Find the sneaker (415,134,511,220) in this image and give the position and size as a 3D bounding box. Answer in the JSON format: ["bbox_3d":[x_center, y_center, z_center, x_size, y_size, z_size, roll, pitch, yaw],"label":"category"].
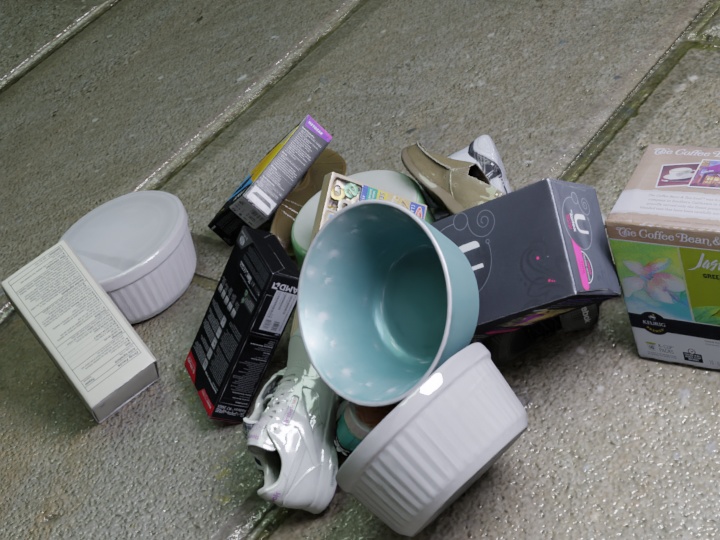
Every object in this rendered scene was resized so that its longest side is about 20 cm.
[{"bbox_3d":[0.136,-0.088,1.638,0.114,0.075,0.201,-22,38,14],"label":"sneaker"}]

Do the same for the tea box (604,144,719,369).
[{"bbox_3d":[0.378,-0.009,1.291,0.198,0.198,0.134,7,45,36],"label":"tea box"}]

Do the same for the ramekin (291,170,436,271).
[{"bbox_3d":[0.007,-0.038,1.619,0.197,0.098,0.201,-15,36,12],"label":"ramekin"}]

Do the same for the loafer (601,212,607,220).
[{"bbox_3d":[0.200,-0.030,1.511,0.198,0.072,0.063,-29,77,-13],"label":"loafer"}]

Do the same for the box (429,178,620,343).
[{"bbox_3d":[0.151,-0.004,1.327,0.198,0.105,0.124,-21,75,35],"label":"box"}]

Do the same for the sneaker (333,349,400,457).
[{"bbox_3d":[0.039,0.130,1.364,0.072,0.080,0.199,48,47,9],"label":"sneaker"}]

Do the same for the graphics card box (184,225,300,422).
[{"bbox_3d":[-0.141,0.064,1.513,0.050,0.202,0.126,13,21,-29],"label":"graphics card box"}]

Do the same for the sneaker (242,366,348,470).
[{"bbox_3d":[-0.063,0.137,1.452,0.076,0.081,0.201,4,42,35],"label":"sneaker"}]

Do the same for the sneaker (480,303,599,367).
[{"bbox_3d":[0.218,0.042,1.425,0.199,0.067,0.090,-39,34,-24],"label":"sneaker"}]

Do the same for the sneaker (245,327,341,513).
[{"bbox_3d":[-0.071,0.153,1.354,0.075,0.098,0.203,-32,53,54],"label":"sneaker"}]

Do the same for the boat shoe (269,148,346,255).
[{"bbox_3d":[-0.078,-0.086,1.769,0.063,0.073,0.202,-53,12,48],"label":"boat shoe"}]

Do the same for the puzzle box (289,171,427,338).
[{"bbox_3d":[0.000,0.000,1.486,0.025,0.132,0.203,-18,58,63],"label":"puzzle box"}]

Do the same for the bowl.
[{"bbox_3d":[0.041,0.032,1.278,0.199,0.204,0.104,13,8,40],"label":"bowl"}]

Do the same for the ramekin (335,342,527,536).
[{"bbox_3d":[0.077,0.172,1.242,0.202,0.203,0.094,-39,77,-21],"label":"ramekin"}]

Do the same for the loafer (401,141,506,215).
[{"bbox_3d":[0.121,-0.103,1.556,0.067,0.076,0.200,-43,49,2],"label":"loafer"}]

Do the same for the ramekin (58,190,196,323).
[{"bbox_3d":[-0.320,-0.012,1.760,0.200,0.095,0.204,-15,36,11],"label":"ramekin"}]

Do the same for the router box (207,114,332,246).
[{"bbox_3d":[-0.127,-0.119,1.737,0.150,0.051,0.200,-53,10,-20],"label":"router box"}]

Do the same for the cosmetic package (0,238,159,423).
[{"bbox_3d":[-0.349,0.076,1.591,0.103,0.087,0.201,-34,76,-16],"label":"cosmetic package"}]
